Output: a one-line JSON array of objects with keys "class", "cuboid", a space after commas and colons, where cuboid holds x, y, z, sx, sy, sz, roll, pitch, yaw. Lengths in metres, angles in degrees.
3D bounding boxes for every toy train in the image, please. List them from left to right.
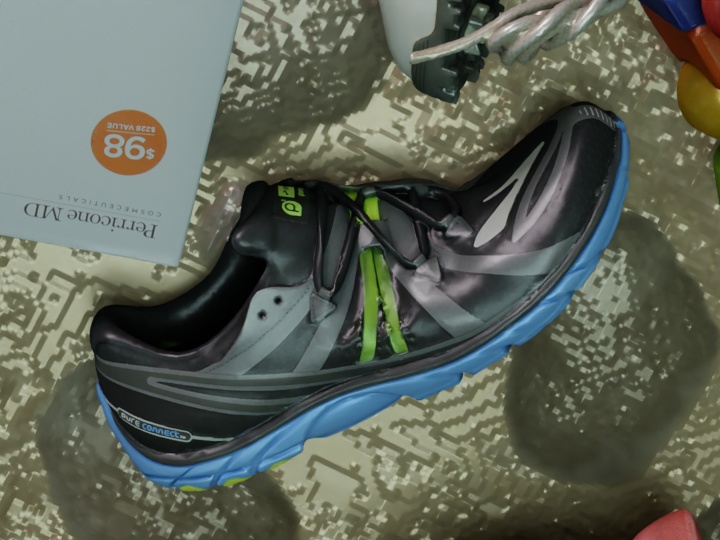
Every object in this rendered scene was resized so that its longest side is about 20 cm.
[{"class": "toy train", "cuboid": [0.117, -0.063, 0.936, 0.200, 0.085, 0.116, -26, 120, -11]}]

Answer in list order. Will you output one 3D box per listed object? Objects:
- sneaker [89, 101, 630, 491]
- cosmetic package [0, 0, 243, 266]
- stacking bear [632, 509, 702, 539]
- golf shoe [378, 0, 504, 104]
[{"class": "sneaker", "cuboid": [0.000, 0.000, 0.958, 0.199, 0.071, 0.083, -28, 112, 6]}, {"class": "cosmetic package", "cuboid": [-0.138, -0.092, 0.908, 0.199, 0.052, 0.151, 10, 123, -9]}, {"class": "stacking bear", "cuboid": [0.029, 0.157, 0.990, 0.199, 0.121, 0.114, -14, 109, 7]}, {"class": "golf shoe", "cuboid": [0.006, -0.154, 0.926, 0.088, 0.077, 0.201, 0, 106, 18]}]
